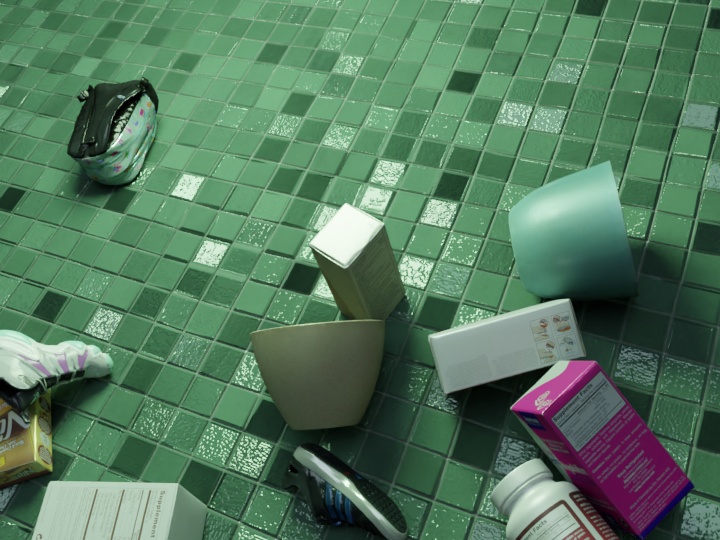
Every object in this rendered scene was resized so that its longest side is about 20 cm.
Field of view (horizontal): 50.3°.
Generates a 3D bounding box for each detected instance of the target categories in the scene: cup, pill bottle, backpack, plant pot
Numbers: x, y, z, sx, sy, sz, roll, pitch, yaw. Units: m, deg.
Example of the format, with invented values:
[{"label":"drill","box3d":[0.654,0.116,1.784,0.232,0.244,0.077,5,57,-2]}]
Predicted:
[{"label":"cup","box3d":[-0.057,0.154,1.116,0.199,0.200,0.145,-6,82,10]},{"label":"pill bottle","box3d":[0.255,0.339,0.948,0.113,0.113,0.200,-32,56,-8]},{"label":"backpack","box3d":[-0.488,-0.273,1.520,0.166,0.127,0.201,-5,57,24]},{"label":"plant pot","box3d":[0.312,-0.044,1.144,0.160,0.201,0.202,-13,54,18]}]

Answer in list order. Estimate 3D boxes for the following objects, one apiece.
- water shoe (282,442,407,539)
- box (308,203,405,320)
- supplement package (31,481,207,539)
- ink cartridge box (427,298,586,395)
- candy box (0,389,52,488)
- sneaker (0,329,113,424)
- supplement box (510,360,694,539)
[{"label":"water shoe","box3d":[-0.022,0.324,1.065,0.199,0.071,0.079,34,98,28]},{"label":"box","box3d":[0.000,0.000,1.177,0.077,0.200,0.095,31,69,29]},{"label":"supplement package","box3d":[-0.333,0.368,1.067,0.198,0.117,0.118,-2,57,12]},{"label":"ink cartridge box","box3d":[0.203,0.107,1.112,0.198,0.176,0.085,-16,86,3]},{"label":"candy box","box3d":[-0.566,0.243,1.241,0.115,0.055,0.201,-18,54,0]},{"label":"sneaker","box3d":[-0.500,0.180,1.214,0.198,0.078,0.141,11,47,-19]},{"label":"supplement box","box3d":[0.300,0.220,0.965,0.103,0.101,0.200,-38,92,-13]}]
